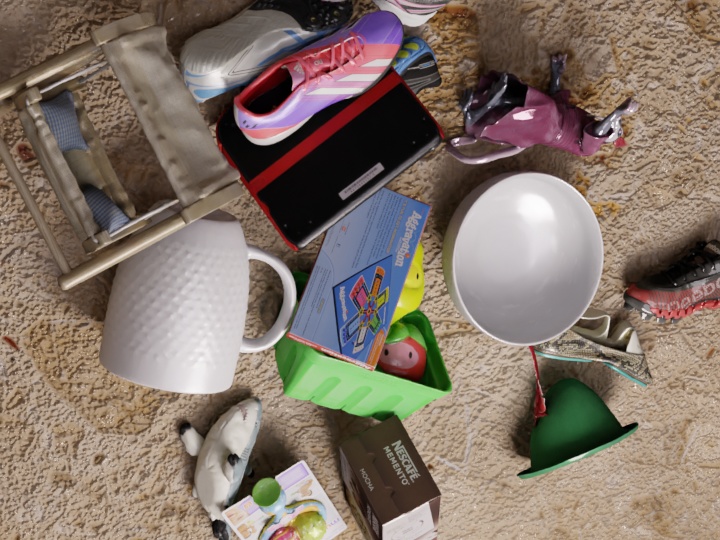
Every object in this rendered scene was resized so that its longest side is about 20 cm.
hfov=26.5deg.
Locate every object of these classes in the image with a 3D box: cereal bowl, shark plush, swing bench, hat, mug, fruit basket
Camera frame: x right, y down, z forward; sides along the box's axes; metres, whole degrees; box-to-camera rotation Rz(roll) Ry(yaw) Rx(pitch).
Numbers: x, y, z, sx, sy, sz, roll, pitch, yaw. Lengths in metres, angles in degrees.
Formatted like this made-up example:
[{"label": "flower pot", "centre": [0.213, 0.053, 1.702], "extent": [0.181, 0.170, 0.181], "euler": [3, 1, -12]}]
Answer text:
[{"label": "cereal bowl", "centre": [0.180, -0.018, 1.779], "extent": [0.197, 0.083, 0.203], "euler": [-4, 100, -21]}, {"label": "shark plush", "centre": [-0.147, 0.249, 1.797], "extent": [0.083, 0.090, 0.203], "euler": [-30, 125, -44]}, {"label": "swing bench", "centre": [-0.240, -0.118, 1.472], "extent": [0.198, 0.130, 0.201], "euler": [-28, 94, -2]}, {"label": "hat", "centre": [0.246, 0.149, 1.924], "extent": [0.164, 0.200, 0.178], "euler": [-22, 85, -27]}, {"label": "mug", "centre": [-0.165, 0.026, 1.616], "extent": [0.197, 0.148, 0.178], "euler": [9, 102, -17]}, {"label": "fruit basket", "centre": [0.017, 0.054, 1.730], "extent": [0.212, 0.157, 0.217], "euler": [-9, 134, -9]}]

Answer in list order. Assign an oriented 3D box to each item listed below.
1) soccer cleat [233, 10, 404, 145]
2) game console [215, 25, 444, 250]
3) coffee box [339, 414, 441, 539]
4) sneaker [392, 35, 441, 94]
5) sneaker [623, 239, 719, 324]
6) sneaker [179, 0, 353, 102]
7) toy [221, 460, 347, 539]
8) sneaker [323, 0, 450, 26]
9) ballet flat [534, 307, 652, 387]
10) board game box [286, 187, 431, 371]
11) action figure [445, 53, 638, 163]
[{"label": "soccer cleat", "centre": [-0.042, -0.202, 1.548], "extent": [0.199, 0.069, 0.073], "euler": [-34, 162, 0]}, {"label": "game console", "centre": [-0.037, -0.142, 1.586], "extent": [0.199, 0.178, 0.031], "euler": [-37, 163, 0]}, {"label": "coffee box", "centre": [0.035, 0.269, 1.805], "extent": [0.079, 0.114, 0.201], "euler": [-24, 156, -11]}, {"label": "sneaker", "centre": [0.010, -0.164, 1.648], "extent": [0.199, 0.071, 0.083], "euler": [-42, 119, -3]}, {"label": "sneaker", "centre": [0.418, 0.010, 1.924], "extent": [0.198, 0.071, 0.099], "euler": [-6, 118, -24]}, {"label": "sneaker", "centre": [-0.098, -0.236, 1.573], "extent": [0.198, 0.072, 0.073], "euler": [-27, 158, -17]}, {"label": "toy", "centre": [-0.081, 0.313, 1.834], "extent": [0.114, 0.047, 0.201], "euler": [-33, 141, -5]}, {"label": "sneaker", "centre": [0.018, -0.314, 1.552], "extent": [0.198, 0.086, 0.082], "euler": [9, 77, -35]}, {"label": "ballet flat", "centre": [0.302, 0.090, 1.919], "extent": [0.198, 0.068, 0.076], "euler": [18, 100, -27]}, {"label": "board game box", "centre": [0.000, 0.000, 1.667], "extent": [0.102, 0.019, 0.202], "euler": [21, 68, -1]}, {"label": "action figure", "centre": [0.217, -0.158, 1.708], "extent": [0.198, 0.134, 0.150], "euler": [15, 109, -27]}]
